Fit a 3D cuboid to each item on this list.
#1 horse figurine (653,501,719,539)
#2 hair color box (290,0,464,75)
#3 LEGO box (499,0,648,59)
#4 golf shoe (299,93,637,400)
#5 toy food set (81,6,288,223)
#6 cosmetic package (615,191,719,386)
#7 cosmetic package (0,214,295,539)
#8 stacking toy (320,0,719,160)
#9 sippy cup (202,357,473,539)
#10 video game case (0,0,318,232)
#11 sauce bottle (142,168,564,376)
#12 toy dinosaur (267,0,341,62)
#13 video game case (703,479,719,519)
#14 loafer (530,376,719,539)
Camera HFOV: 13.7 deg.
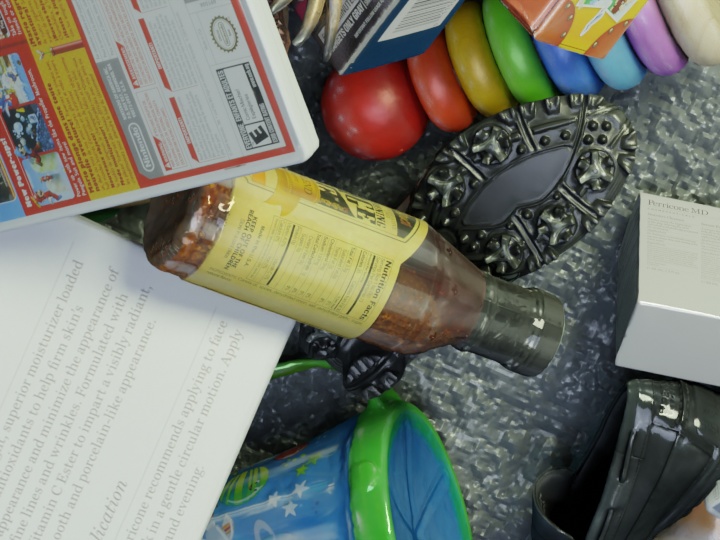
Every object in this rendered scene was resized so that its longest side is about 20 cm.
[{"bbox_3d":[0.186,0.158,1.554,0.132,0.050,0.200,38,104,-21],"label":"horse figurine"},{"bbox_3d":[-0.021,-0.198,1.339,0.200,0.060,0.100,56,135,17],"label":"hair color box"},{"bbox_3d":[0.106,-0.223,1.350,0.149,0.077,0.200,46,109,25],"label":"LEGO box"},{"bbox_3d":[0.055,-0.024,1.459,0.200,0.094,0.078,-38,92,21],"label":"golf shoe"},{"bbox_3d":[-0.127,-0.122,1.436,0.197,0.049,0.201,25,104,2],"label":"toy food set"},{"bbox_3d":[0.227,0.024,1.479,0.199,0.083,0.051,12,135,-4],"label":"cosmetic package"},{"bbox_3d":[-0.161,0.057,1.428,0.199,0.165,0.166,25,83,-8],"label":"cosmetic package"},{"bbox_3d":[0.074,-0.106,1.442,0.199,0.085,0.086,-21,110,16],"label":"stacking toy"},{"bbox_3d":[-0.022,0.145,1.513,0.130,0.179,0.140,-13,140,17],"label":"sippy cup"},{"bbox_3d":[-0.129,-0.094,1.271,0.199,0.017,0.144,-12,109,26],"label":"video game case"},{"bbox_3d":[0.000,0.000,1.371,0.199,0.066,0.066,20,111,-25],"label":"sauce bottle"},{"bbox_3d":[-0.057,-0.109,1.310,0.135,0.086,0.201,18,135,15],"label":"toy dinosaur"},{"bbox_3d":[0.303,0.113,1.483,0.200,0.023,0.182,33,127,-26],"label":"video game case"},{"bbox_3d":[0.115,0.125,1.515,0.070,0.068,0.201,20,128,-17],"label":"loafer"}]
